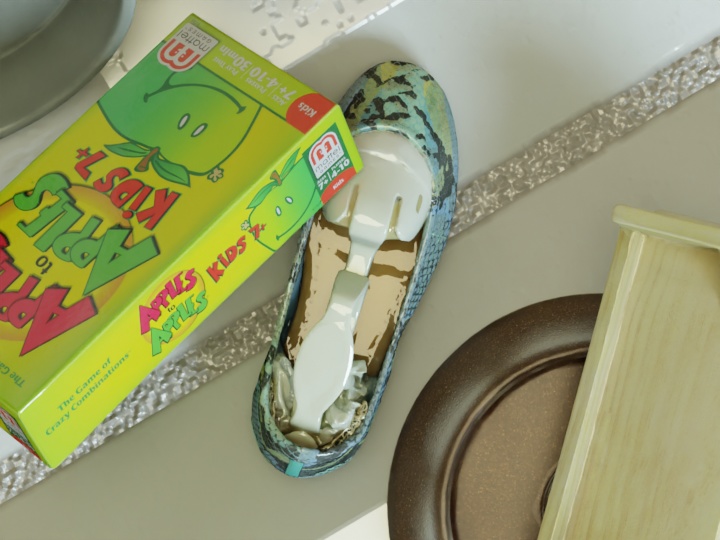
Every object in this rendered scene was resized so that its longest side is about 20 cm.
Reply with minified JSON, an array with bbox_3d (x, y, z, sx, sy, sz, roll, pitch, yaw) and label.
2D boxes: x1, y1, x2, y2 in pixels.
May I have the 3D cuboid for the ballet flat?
[{"bbox_3d":[0.000,0.000,1.380,0.074,0.074,0.200,13,89,2],"label":"ballet flat"}]

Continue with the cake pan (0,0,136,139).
[{"bbox_3d":[-0.199,-0.113,1.329,0.200,0.200,0.037,-22,64,1],"label":"cake pan"}]

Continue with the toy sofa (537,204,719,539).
[{"bbox_3d":[0.141,0.076,1.347,0.083,0.098,0.200,14,89,26],"label":"toy sofa"}]

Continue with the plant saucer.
[{"bbox_3d":[0.112,0.111,1.394,0.200,0.032,0.201,0,89,0],"label":"plant saucer"}]

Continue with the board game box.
[{"bbox_3d":[-0.106,-0.016,1.343,0.102,0.048,0.200,34,70,34],"label":"board game box"}]
